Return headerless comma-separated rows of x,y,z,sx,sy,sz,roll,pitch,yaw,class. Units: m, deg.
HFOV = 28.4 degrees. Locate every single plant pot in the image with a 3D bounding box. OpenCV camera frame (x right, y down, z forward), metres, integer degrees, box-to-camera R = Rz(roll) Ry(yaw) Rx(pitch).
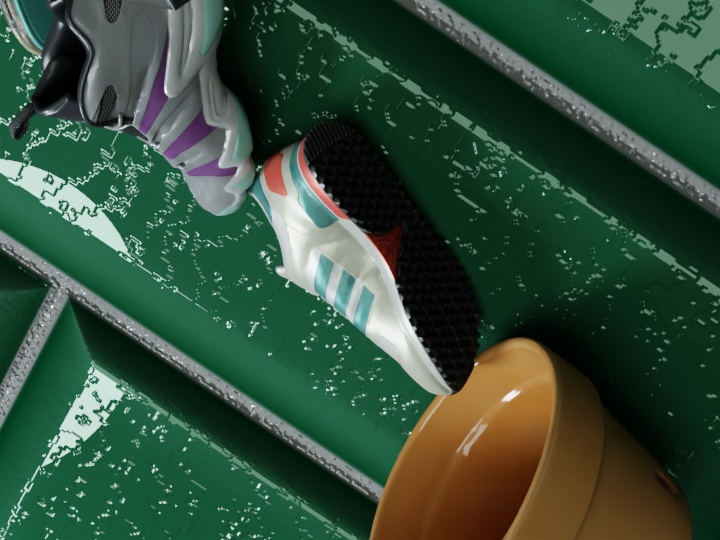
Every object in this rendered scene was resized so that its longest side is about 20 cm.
0.116,0.163,0.913,0.140,0.200,0.200,31,122,-17,plant pot

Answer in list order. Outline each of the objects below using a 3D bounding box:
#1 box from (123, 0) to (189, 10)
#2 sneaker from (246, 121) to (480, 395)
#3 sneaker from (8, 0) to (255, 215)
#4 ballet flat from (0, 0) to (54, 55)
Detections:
-0.144,-0.243,0.769,0.200,0.124,0.149,18,139,39,box
0.000,0.000,0.942,0.093,0.070,0.200,-19,111,44,sneaker
-0.146,-0.099,0.874,0.078,0.140,0.201,39,149,46,sneaker
-0.219,-0.238,0.897,0.072,0.072,0.201,4,116,16,ballet flat
